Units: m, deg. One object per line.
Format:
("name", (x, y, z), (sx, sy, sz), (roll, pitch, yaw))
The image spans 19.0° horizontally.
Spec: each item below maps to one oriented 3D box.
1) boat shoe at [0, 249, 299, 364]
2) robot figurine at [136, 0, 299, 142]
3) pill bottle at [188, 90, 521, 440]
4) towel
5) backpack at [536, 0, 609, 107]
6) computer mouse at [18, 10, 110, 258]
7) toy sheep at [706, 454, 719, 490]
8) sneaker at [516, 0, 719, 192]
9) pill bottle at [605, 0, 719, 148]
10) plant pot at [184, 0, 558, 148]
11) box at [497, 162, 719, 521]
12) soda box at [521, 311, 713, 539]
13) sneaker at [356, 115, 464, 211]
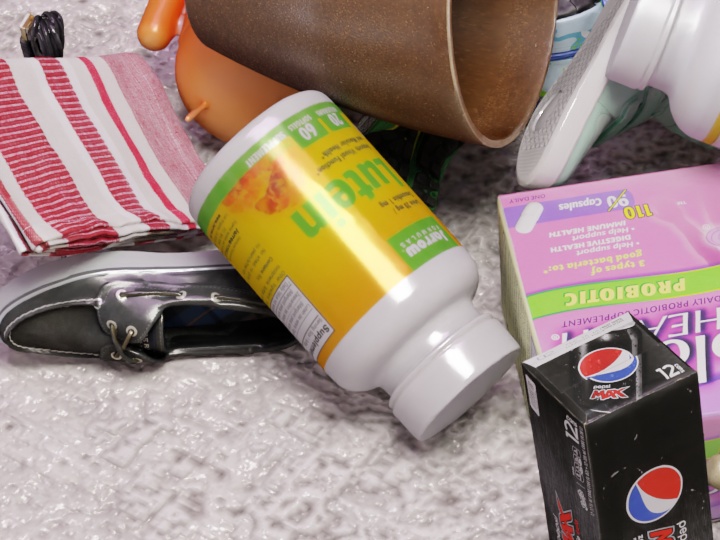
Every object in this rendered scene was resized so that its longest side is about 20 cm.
("boat shoe", (-0.130, 0.027, 1.330), (0.199, 0.069, 0.057), (-7, 45, -4))
("robot figurine", (-0.066, -0.165, 1.479), (0.116, 0.144, 0.201), (-30, 34, 33))
("pill bottle", (0.000, 0.000, 1.278), (0.111, 0.111, 0.200), (-36, 77, -27))
("towel", (-0.173, -0.078, 1.353), (0.200, 0.023, 0.144), (-11, 63, -55))
("backpack", (0.114, -0.193, 1.484), (0.163, 0.154, 0.200), (-28, 29, -25))
("computer mouse", (-0.190, -0.076, 1.428), (0.044, 0.110, 0.201), (-9, 55, -13))
("toy sheep", (0.262, 0.143, 1.119), (0.200, 0.138, 0.138), (30, 40, -23))
("sneaker", (0.183, -0.100, 1.348), (0.118, 0.074, 0.201), (40, 60, -9))
("pill bottle", (0.251, -0.117, 1.265), (0.199, 0.112, 0.112), (21, 48, 1))
("plant pot", (-0.002, -0.176, 1.323), (0.199, 0.187, 0.187), (6, 46, 23))
("box", (0.183, 0.042, 1.260), (0.175, 0.097, 0.201), (-8, 46, -2))
("soda box", (0.137, 0.125, 1.105), (0.071, 0.201, 0.063), (-23, 37, -17))
("sneaker", (0.019, -0.066, 1.412), (0.078, 0.085, 0.200), (44, 68, -9))
